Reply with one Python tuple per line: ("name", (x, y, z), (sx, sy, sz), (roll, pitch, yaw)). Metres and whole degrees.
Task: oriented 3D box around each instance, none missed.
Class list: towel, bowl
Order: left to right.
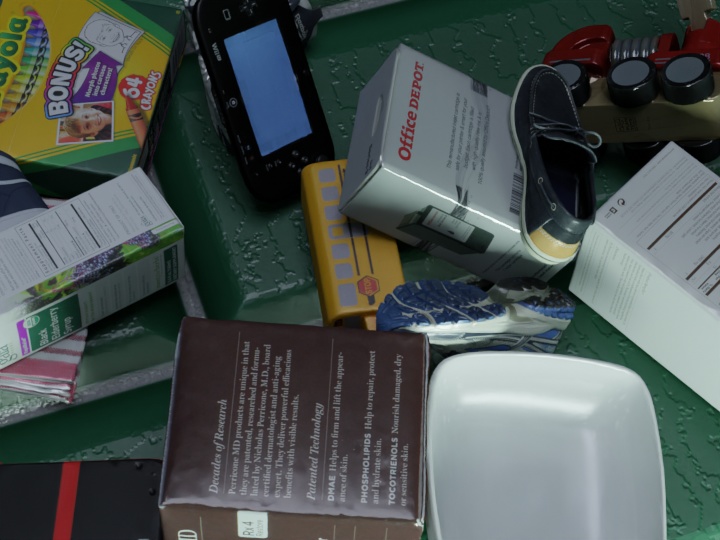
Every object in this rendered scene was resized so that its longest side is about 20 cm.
("towel", (-0.303, 0.019, 1.496), (0.145, 0.030, 0.201), (7, 56, 0))
("bowl", (0.141, 0.171, 1.382), (0.198, 0.075, 0.202), (5, 65, -13))

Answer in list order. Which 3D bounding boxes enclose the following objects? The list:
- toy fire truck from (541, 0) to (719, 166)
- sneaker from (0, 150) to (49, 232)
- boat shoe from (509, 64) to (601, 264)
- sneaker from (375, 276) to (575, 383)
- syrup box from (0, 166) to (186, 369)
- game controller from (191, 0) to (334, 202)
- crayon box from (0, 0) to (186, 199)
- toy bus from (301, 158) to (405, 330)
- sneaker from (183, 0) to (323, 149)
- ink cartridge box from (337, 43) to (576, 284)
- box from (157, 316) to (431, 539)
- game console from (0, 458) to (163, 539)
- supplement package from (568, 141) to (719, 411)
("toy fire truck", (0.265, -0.212, 1.593), (0.175, 0.129, 0.201), (-1, 46, 24))
("sneaker", (-0.365, -0.047, 1.460), (0.199, 0.070, 0.109), (-13, 59, -35))
("boat shoe", (0.170, -0.101, 1.463), (0.074, 0.062, 0.201), (19, 52, -21))
("sneaker", (0.095, 0.059, 1.430), (0.199, 0.086, 0.077), (0, 24, -35))
("syrup box", (-0.253, 0.001, 1.446), (0.199, 0.079, 0.082), (-28, 62, -21))
("game controller", (-0.088, -0.165, 1.541), (0.042, 0.201, 0.104), (-5, 19, 44))
("crayon box", (-0.269, -0.166, 1.589), (0.171, 0.058, 0.201), (10, 59, 3))
("toy bus", (0.000, 0.000, 1.501), (0.078, 0.065, 0.201), (-7, 59, -7))
("sneaker", (-0.091, -0.210, 1.614), (0.129, 0.080, 0.200), (-14, 52, -4))
("ink cartridge box", (0.091, -0.088, 1.501), (0.199, 0.084, 0.147), (24, 51, -18))
("box", (-0.050, 0.152, 1.347), (0.198, 0.166, 0.165), (3, 59, -1))
("game console", (-0.240, 0.243, 1.344), (0.175, 0.031, 0.201), (-2, 59, 6))
("supplement package", (0.300, 0.012, 1.479), (0.200, 0.122, 0.120), (41, 64, 19))
